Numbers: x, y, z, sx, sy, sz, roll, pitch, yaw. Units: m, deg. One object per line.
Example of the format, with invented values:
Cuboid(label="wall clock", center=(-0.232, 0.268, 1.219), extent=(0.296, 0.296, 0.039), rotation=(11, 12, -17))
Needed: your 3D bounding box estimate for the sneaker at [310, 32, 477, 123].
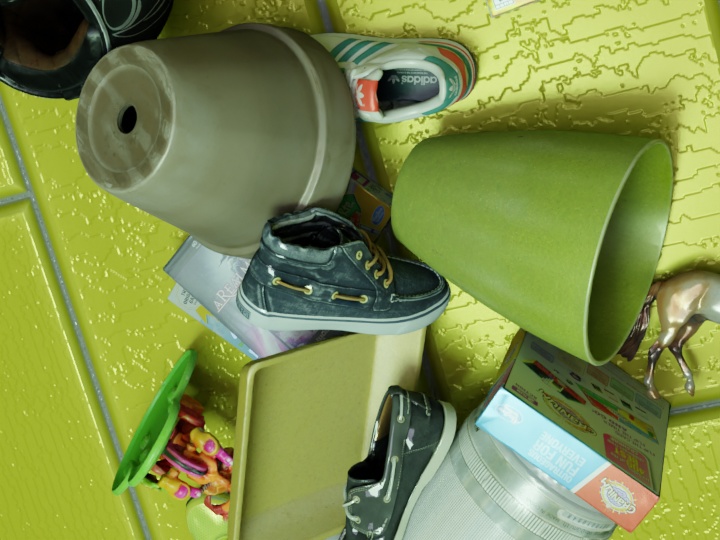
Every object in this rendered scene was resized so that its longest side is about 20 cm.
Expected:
Cuboid(label="sneaker", center=(-0.004, -0.161, 1.289), extent=(0.198, 0.093, 0.071), rotation=(1, 106, 14))

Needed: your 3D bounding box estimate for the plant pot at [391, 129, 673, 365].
Cuboid(label="plant pot", center=(0.132, -0.041, 1.258), extent=(0.199, 0.187, 0.189), rotation=(18, 111, 24))

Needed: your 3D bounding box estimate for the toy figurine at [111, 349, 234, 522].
Cuboid(label="toy figurine", center=(-0.113, 0.185, 1.389), extent=(0.183, 0.200, 0.151), rotation=(30, 91, -10))

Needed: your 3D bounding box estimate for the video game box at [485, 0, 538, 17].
Cuboid(label="video game box", center=(0.168, -0.325, 1.222), extent=(0.198, 0.047, 0.184), rotation=(-18, 98, 19))

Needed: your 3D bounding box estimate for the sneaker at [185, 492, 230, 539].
Cuboid(label="sneaker", center=(-0.103, 0.297, 1.449), extent=(0.078, 0.090, 0.200), rotation=(-44, 83, 24))

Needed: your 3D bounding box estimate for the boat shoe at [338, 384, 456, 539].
Cuboid(label="boat shoe", center=(0.010, 0.195, 1.314), extent=(0.067, 0.072, 0.201), rotation=(21, 99, -26))

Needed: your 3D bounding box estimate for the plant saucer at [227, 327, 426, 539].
Cuboid(label="plant saucer", center=(-0.039, 0.138, 1.309), extent=(0.048, 0.199, 0.202), rotation=(29, 122, 41))

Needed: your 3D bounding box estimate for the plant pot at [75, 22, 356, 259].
Cuboid(label="plant pot", center=(-0.131, -0.115, 1.241), extent=(0.199, 0.173, 0.202), rotation=(-4, 83, 38))

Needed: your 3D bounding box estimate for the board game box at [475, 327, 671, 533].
Cuboid(label="board game box", center=(0.183, 0.119, 1.268), extent=(0.152, 0.200, 0.040), rotation=(35, 111, 3))

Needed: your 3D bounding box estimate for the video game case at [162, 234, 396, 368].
Cuboid(label="video game case", center=(-0.062, 0.014, 1.361), extent=(0.200, 0.019, 0.143), rotation=(41, 112, -1))

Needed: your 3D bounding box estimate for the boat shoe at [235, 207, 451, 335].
Cuboid(label="boat shoe", center=(0.000, 0.000, 1.253), extent=(0.071, 0.199, 0.091), rotation=(61, 141, 38))

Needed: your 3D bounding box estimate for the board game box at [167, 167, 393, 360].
Cuboid(label="board game box", center=(-0.071, -0.018, 1.381), extent=(0.134, 0.034, 0.201), rotation=(34, 111, 3))

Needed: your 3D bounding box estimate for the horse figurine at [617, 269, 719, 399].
Cuboid(label="horse figurine", center=(0.309, 0.045, 1.290), extent=(0.198, 0.050, 0.134), rotation=(2, 94, 20))

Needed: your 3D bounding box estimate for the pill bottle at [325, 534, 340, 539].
Cuboid(label="pill bottle", center=(-0.013, 0.345, 1.381), extent=(0.111, 0.201, 0.113), rotation=(9, 150, 6))

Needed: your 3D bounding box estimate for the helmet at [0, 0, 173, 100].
Cuboid(label="helmet", center=(-0.247, -0.262, 1.272), extent=(0.198, 0.192, 0.201), rotation=(10, 137, 10))

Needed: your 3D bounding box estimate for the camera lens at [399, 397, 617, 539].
Cuboid(label="camera lens", center=(0.129, 0.214, 1.331), extent=(0.160, 0.160, 0.201), rotation=(37, 112, 1))
